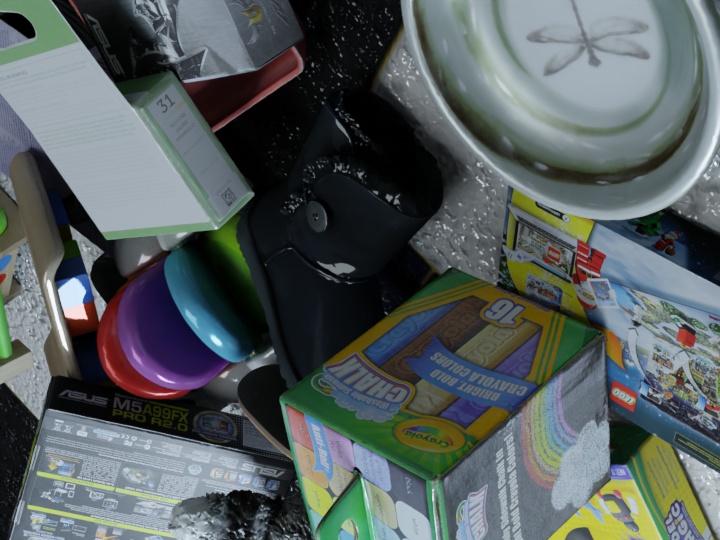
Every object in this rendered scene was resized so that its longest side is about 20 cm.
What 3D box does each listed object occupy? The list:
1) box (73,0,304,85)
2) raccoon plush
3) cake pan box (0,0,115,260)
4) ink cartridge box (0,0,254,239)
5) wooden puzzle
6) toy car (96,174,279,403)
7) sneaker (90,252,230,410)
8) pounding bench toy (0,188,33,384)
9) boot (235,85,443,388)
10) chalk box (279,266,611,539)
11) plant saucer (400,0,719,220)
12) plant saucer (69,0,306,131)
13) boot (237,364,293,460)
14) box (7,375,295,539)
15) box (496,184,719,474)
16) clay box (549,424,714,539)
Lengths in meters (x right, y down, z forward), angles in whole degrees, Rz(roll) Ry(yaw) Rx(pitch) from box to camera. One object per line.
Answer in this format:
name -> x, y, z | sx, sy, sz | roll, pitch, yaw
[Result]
box -> -0.137, -0.215, 0.865 | 0.158, 0.048, 0.200 | 3, 124, 49
raccoon plush -> -0.039, 0.238, 1.023 | 0.097, 0.200, 0.134 | 113, 146, -42
cake pan box -> -0.248, -0.129, 1.141 | 0.184, 0.052, 0.200 | 33, 142, 22
ink cartridge box -> -0.177, -0.111, 0.926 | 0.145, 0.048, 0.200 | -2, 127, 50
wooden puzzle -> -0.240, 0.025, 1.139 | 0.185, 0.046, 0.200 | -124, 26, -52
toy car -> -0.126, 0.030, 1.057 | 0.175, 0.150, 0.200 | 56, 146, -6
sneaker -> -0.188, 0.063, 1.190 | 0.200, 0.115, 0.075 | 32, 144, 26
pounding bench toy -> -0.387, 0.002, 1.359 | 0.200, 0.124, 0.156 | 46, 146, 8
boot -> 0.000, 0.000, 0.906 | 0.168, 0.076, 0.200 | -46, 64, 51
chalk box -> 0.040, 0.112, 0.823 | 0.124, 0.200, 0.125 | 25, 137, 39
plant saucer -> 0.111, -0.123, 0.725 | 0.200, 0.050, 0.200 | 30, 141, 28
plant saucer -> -0.130, -0.196, 0.951 | 0.200, 0.037, 0.200 | 56, 146, -8
boot -> -0.007, 0.139, 0.973 | 0.200, 0.074, 0.076 | 32, 141, 21
box -> -0.167, 0.176, 1.107 | 0.200, 0.044, 0.160 | 14, 123, -13
box -> 0.171, 0.030, 0.810 | 0.200, 0.038, 0.137 | 31, 142, 27
clay box -> 0.186, 0.197, 0.941 | 0.115, 0.048, 0.200 | -6, 116, 52
